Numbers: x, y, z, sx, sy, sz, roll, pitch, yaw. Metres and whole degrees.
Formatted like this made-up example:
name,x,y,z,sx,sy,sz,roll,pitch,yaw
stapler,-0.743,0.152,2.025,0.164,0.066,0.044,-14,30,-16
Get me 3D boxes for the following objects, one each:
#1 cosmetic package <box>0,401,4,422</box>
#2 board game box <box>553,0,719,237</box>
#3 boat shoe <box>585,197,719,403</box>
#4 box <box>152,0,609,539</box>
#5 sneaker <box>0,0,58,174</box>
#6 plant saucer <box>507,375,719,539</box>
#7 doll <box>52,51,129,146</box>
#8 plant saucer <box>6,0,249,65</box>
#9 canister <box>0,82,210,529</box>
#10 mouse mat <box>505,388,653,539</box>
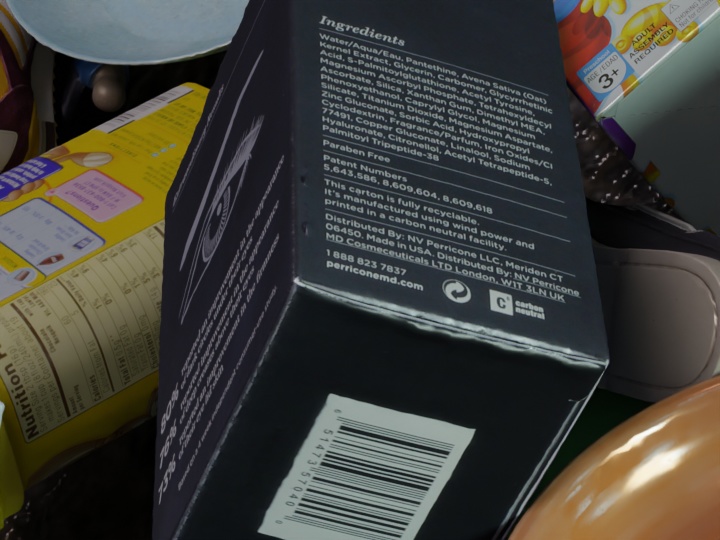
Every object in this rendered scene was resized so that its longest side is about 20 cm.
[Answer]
name,x,y,z,sx,sy,sz,roll,pitch,yaw
cosmetic package,-0.205,0.087,0.853,0.200,0.052,0.152,26,108,49
board game box,0.108,-0.119,0.912,0.103,0.105,0.200,-40,44,8
boat shoe,0.099,0.012,0.860,0.200,0.062,0.073,24,105,63
box,0.000,0.000,0.798,0.201,0.104,0.148,-91,22,-47
sneaker,-0.186,-0.115,1.081,0.075,0.090,0.201,-24,48,7
plant saucer,0.133,0.103,0.689,0.199,0.038,0.201,-14,37,11
doll,-0.166,-0.066,1.128,0.136,0.048,0.201,-3,60,36
plant saucer,-0.067,-0.159,1.073,0.200,0.039,0.202,-12,51,16
canister,-0.113,0.008,0.950,0.200,0.087,0.148,-29,35,-25
mouse mat,0.078,0.068,0.833,0.199,0.008,0.161,-8,35,34
